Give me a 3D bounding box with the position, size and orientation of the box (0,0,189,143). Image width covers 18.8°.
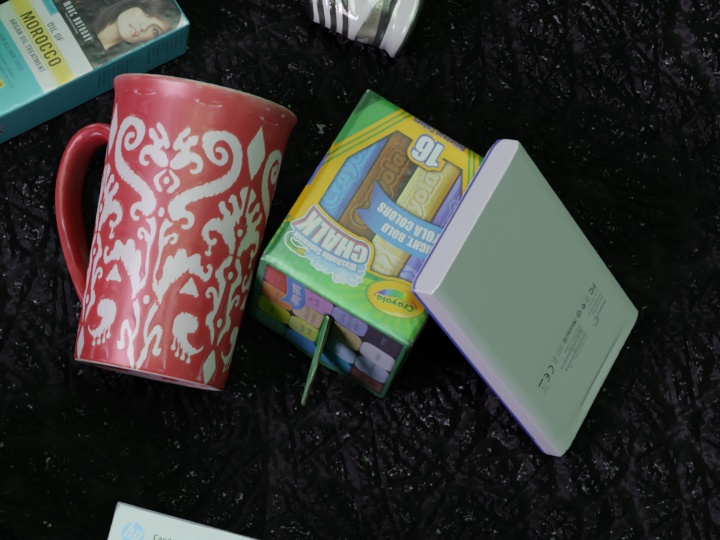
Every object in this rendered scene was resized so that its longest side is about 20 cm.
[{"bbox_3d":[-0.232,-0.163,1.619,0.199,0.049,0.083,-29,76,-17],"label":"box"}]

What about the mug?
[{"bbox_3d":[-0.137,-0.023,1.546,0.133,0.177,0.202,14,83,-25],"label":"mug"}]

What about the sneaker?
[{"bbox_3d":[0.011,-0.273,1.682,0.115,0.076,0.202,19,71,-3],"label":"sneaker"}]

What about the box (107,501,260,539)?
[{"bbox_3d":[-0.093,0.211,1.420,0.155,0.200,0.041,16,68,-2],"label":"box"}]

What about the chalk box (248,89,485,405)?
[{"bbox_3d":[0.000,0.000,1.554,0.123,0.125,0.201,31,67,4],"label":"chalk box"}]

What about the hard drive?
[{"bbox_3d":[0.120,0.022,1.543,0.025,0.200,0.132,9,59,43],"label":"hard drive"}]
